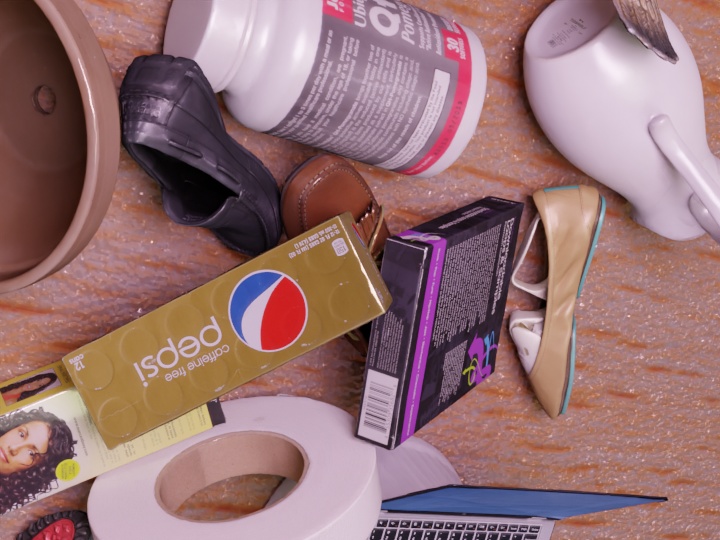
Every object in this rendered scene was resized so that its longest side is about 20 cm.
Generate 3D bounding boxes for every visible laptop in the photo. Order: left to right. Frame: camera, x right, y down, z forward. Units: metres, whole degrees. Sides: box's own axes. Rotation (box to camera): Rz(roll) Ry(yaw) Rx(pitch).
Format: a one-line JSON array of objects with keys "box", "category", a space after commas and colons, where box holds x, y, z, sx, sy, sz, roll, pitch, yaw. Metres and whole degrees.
[{"box": [0.087, 0.222, 0.886, 0.185, 0.116, 0.202, 9, 104, -28], "category": "laptop"}]

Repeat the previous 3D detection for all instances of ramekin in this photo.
[{"box": [0.018, 0.240, 0.983, 0.198, 0.098, 0.203, -9, 112, -23], "category": "ramekin"}]

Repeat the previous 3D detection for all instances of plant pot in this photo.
[{"box": [-0.210, -0.093, 0.725, 0.093, 0.199, 0.203, -29, 129, -60], "category": "plant pot"}]

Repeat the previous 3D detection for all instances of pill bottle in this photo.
[{"box": [-0.024, -0.137, 0.816, 0.198, 0.111, 0.112, 13, 102, -30], "category": "pill bottle"}]

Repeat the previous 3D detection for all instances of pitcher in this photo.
[{"box": [0.213, -0.103, 0.912, 0.121, 0.172, 0.200, -40, 122, 2], "category": "pitcher"}]

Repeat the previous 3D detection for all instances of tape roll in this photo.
[{"box": [-0.084, 0.151, 0.841, 0.201, 0.203, 0.037, -18, 115, -19], "category": "tape roll"}]

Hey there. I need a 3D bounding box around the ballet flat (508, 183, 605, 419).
[{"box": [0.149, 0.024, 0.995, 0.062, 0.069, 0.202, 6, 112, 0], "category": "ballet flat"}]

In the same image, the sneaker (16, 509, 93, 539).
[{"box": [-0.216, 0.261, 0.902, 0.095, 0.079, 0.202, 5, 111, -46], "category": "sneaker"}]

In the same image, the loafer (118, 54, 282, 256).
[{"box": [-0.103, -0.057, 0.795, 0.201, 0.067, 0.071, 60, 39, -58], "category": "loafer"}]

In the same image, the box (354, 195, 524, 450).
[{"box": [0.062, 0.031, 0.900, 0.200, 0.036, 0.145, -22, 124, -61], "category": "box"}]

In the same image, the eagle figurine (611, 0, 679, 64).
[{"box": [0.141, -0.234, 0.805, 0.151, 0.199, 0.153, 15, 97, -60], "category": "eagle figurine"}]

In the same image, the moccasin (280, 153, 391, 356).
[{"box": [-0.001, 0.001, 0.870, 0.073, 0.078, 0.203, -32, 135, -16], "category": "moccasin"}]

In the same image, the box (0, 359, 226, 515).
[{"box": [-0.197, 0.103, 0.854, 0.198, 0.050, 0.076, -23, 117, -18], "category": "box"}]

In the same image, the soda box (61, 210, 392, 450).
[{"box": [-0.082, 0.037, 0.786, 0.198, 0.064, 0.068, -27, 93, 8], "category": "soda box"}]
